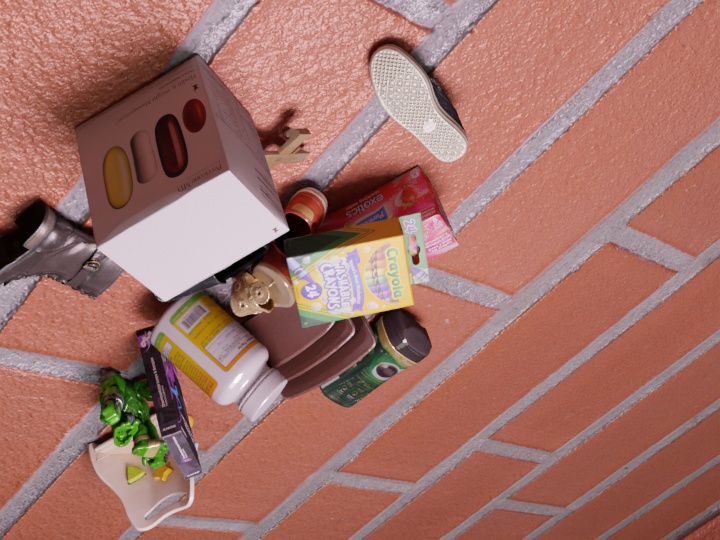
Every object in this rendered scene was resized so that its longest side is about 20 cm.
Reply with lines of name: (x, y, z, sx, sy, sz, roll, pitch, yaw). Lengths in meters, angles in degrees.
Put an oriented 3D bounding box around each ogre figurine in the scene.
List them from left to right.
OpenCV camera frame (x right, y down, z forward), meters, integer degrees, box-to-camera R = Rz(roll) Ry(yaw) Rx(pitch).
ogre figurine: (-0.378, 0.236, 1.785, 0.098, 0.120, 0.200, -37, 143, 16)

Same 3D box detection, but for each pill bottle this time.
pill bottle: (-0.209, 0.130, 1.645, 0.111, 0.200, 0.111, -48, 173, -8)

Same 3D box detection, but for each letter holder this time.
letter holder: (-0.094, 0.114, 1.710, 0.199, 0.143, 0.100, -33, 171, 24)

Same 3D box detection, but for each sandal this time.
sandal: (-0.158, 0.041, 1.587, 0.070, 0.078, 0.211, -41, -167, -17)

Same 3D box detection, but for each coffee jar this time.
coffee jar: (0.022, 0.150, 1.899, 0.199, 0.086, 0.104, -34, 139, 19)

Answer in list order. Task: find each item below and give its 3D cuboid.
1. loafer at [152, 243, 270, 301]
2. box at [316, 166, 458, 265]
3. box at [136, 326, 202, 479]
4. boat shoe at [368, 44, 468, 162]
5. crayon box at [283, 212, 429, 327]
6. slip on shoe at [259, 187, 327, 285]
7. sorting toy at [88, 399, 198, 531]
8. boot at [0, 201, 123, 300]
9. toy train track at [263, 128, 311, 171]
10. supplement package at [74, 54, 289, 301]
loafer: (-0.219, -0.009, 1.582, 0.199, 0.071, 0.068, -29, 128, 10)
box: (0.032, -0.052, 1.631, 0.199, 0.100, 0.096, -27, 144, 10)
box: (-0.299, 0.208, 1.717, 0.036, 0.201, 0.143, -17, 145, -5)
boat shoe: (0.076, -0.228, 1.461, 0.074, 0.063, 0.200, -30, 128, 21)
crayon box: (0.000, 0.000, 1.556, 0.198, 0.052, 0.127, -12, 126, -2)
slip on shoe: (-0.107, -0.034, 1.596, 0.074, 0.061, 0.201, 32, 131, 2)
sorting toy: (-0.351, 0.345, 1.887, 0.199, 0.181, 0.107, -29, 143, 13)
boot: (-0.423, 0.002, 1.504, 0.199, 0.070, 0.174, -36, 141, 17)
toy train track: (-0.144, -0.140, 1.487, 0.200, 0.033, 0.114, -38, 164, 33)
supplement package: (-0.222, -0.112, 1.343, 0.190, 0.201, 0.147, -29, 144, 11)
